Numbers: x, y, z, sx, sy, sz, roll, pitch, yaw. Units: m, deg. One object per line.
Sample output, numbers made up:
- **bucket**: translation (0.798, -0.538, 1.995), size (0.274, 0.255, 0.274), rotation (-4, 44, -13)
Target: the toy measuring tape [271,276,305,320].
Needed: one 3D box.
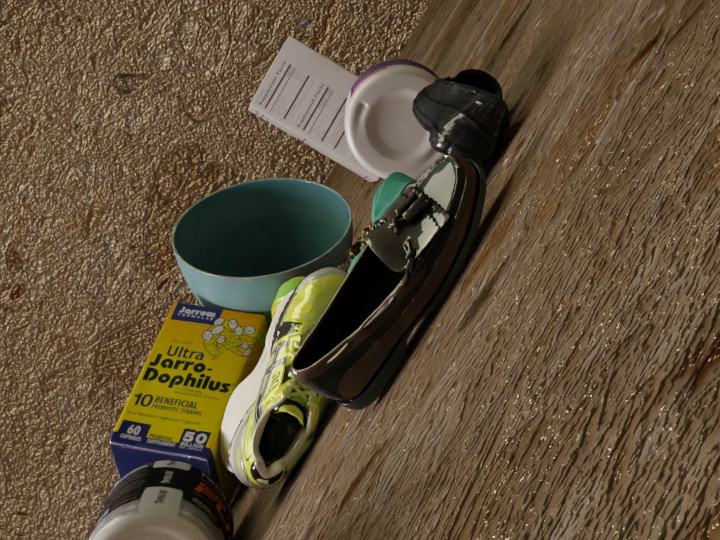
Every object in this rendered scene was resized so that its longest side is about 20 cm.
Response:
- **toy measuring tape**: translation (-0.072, 0.062, 1.820), size (0.200, 0.074, 0.074), rotation (-54, 8, 47)

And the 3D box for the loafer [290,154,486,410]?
- **loafer**: translation (0.020, 0.005, 1.219), size (0.200, 0.063, 0.072), rotation (-62, 35, 8)

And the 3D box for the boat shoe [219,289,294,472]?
- **boat shoe**: translation (-0.075, 0.115, 1.724), size (0.062, 0.073, 0.200), rotation (15, -78, -51)

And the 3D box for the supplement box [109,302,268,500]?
- **supplement box**: translation (-0.173, 0.146, 1.822), size (0.110, 0.109, 0.200), rotation (83, -160, -46)

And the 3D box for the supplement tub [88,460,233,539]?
- **supplement tub**: translation (-0.175, 0.240, 1.521), size (0.123, 0.122, 0.200), rotation (-59, 6, 7)

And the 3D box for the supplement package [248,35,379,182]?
- **supplement package**: translation (-0.040, -0.216, 2.326), size (0.110, 0.200, 0.114), rotation (-60, 6, -1)

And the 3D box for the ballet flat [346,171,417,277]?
- **ballet flat**: translation (0.042, -0.026, 1.347), size (0.070, 0.067, 0.200), rotation (-28, 21, 28)

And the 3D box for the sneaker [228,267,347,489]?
- **sneaker**: translation (-0.046, 0.094, 1.454), size (0.076, 0.075, 0.200), rotation (-173, 103, -76)

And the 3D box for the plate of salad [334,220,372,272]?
- **plate of salad**: translation (0.000, 0.000, 1.605), size (0.200, 0.048, 0.200), rotation (-59, 6, 10)

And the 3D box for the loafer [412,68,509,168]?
- **loafer**: translation (0.088, -0.131, 1.420), size (0.070, 0.068, 0.201), rotation (-51, 12, 9)

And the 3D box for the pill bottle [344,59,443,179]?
- **pill bottle**: translation (0.040, -0.157, 1.746), size (0.111, 0.111, 0.200), rotation (-59, 6, 9)

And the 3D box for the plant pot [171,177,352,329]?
- **plant pot**: translation (-0.101, 0.005, 1.927), size (0.200, 0.200, 0.135), rotation (-66, -26, -51)
